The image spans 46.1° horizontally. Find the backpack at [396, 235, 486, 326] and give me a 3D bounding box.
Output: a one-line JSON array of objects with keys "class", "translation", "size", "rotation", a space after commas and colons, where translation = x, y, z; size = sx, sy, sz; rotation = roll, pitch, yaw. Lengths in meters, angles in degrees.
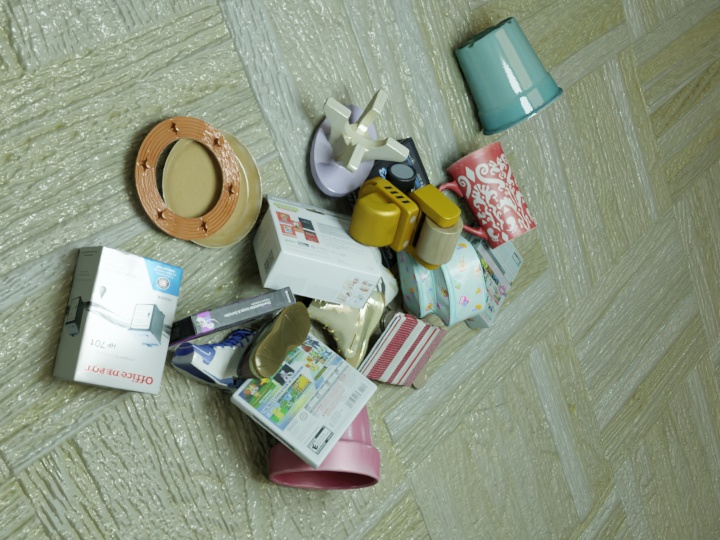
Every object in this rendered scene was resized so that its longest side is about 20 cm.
[{"class": "backpack", "translation": [0.159, 0.011, 1.654], "size": [0.151, 0.200, 0.178], "rotation": [-18, 117, -20]}]

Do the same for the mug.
[{"class": "mug", "translation": [0.271, -0.149, 1.839], "size": [0.202, 0.176, 0.133], "rotation": [63, 27, 3]}]

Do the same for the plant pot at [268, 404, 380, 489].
[{"class": "plant pot", "translation": [-0.062, 0.286, 1.514], "size": [0.199, 0.199, 0.182], "rotation": [23, 58, -39]}]

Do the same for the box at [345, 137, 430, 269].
[{"class": "box", "translation": [0.069, -0.138, 1.726], "size": [0.198, 0.049, 0.202], "rotation": [-38, 113, -37]}]

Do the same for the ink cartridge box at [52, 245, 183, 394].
[{"class": "ink cartridge box", "translation": [-0.368, 0.078, 1.294], "size": [0.145, 0.085, 0.203], "rotation": [18, 76, -41]}]

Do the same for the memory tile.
[{"class": "memory tile", "translation": [0.094, 0.141, 1.764], "size": [0.152, 0.017, 0.203], "rotation": [13, 80, -42]}]

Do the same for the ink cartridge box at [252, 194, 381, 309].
[{"class": "ink cartridge box", "translation": [-0.083, -0.035, 1.508], "size": [0.197, 0.177, 0.084], "rotation": [14, 123, -27]}]

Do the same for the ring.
[{"class": "ring", "translation": [-0.278, -0.152, 1.390], "size": [0.198, 0.019, 0.204], "rotation": [2, 87, -42]}]

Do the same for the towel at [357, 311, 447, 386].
[{"class": "towel", "translation": [0.082, 0.157, 1.656], "size": [0.145, 0.023, 0.199], "rotation": [-57, 146, 8]}]

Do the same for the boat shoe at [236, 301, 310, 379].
[{"class": "boat shoe", "translation": [-0.147, 0.115, 1.420], "size": [0.074, 0.064, 0.200], "rotation": [67, 29, -14]}]

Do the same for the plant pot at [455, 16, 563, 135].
[{"class": "plant pot", "translation": [0.317, -0.436, 1.874], "size": [0.200, 0.199, 0.198], "rotation": [-41, 108, -35]}]

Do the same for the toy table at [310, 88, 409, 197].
[{"class": "toy table", "translation": [-0.011, -0.245, 1.580], "size": [0.182, 0.117, 0.203], "rotation": [20, 64, -23]}]

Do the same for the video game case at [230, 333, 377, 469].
[{"class": "video game case", "translation": [-0.092, 0.208, 1.431], "size": [0.181, 0.022, 0.200], "rotation": [37, 47, 7]}]

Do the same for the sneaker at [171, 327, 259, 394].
[{"class": "sneaker", "translation": [-0.224, 0.142, 1.437], "size": [0.199, 0.080, 0.117], "rotation": [34, 63, -44]}]

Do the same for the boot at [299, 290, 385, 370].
[{"class": "boot", "translation": [-0.055, 0.112, 1.590], "size": [0.154, 0.073, 0.202], "rotation": [22, 96, -26]}]

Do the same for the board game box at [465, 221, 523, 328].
[{"class": "board game box", "translation": [0.274, 0.005, 1.902], "size": [0.148, 0.064, 0.201], "rotation": [50, 57, -29]}]

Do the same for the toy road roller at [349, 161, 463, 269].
[{"class": "toy road roller", "translation": [0.070, -0.086, 1.517], "size": [0.145, 0.200, 0.124], "rotation": [-28, 147, -36]}]

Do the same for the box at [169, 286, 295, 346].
[{"class": "box", "translation": [-0.223, 0.077, 1.388], "size": [0.198, 0.142, 0.037], "rotation": [-15, 85, -42]}]

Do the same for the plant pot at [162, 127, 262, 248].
[{"class": "plant pot", "translation": [-0.255, -0.139, 1.441], "size": [0.198, 0.027, 0.204], "rotation": [2, 87, -42]}]

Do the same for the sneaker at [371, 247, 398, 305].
[{"class": "sneaker", "translation": [0.000, 0.000, 1.641], "size": [0.088, 0.075, 0.201], "rotation": [-49, 117, -26]}]
